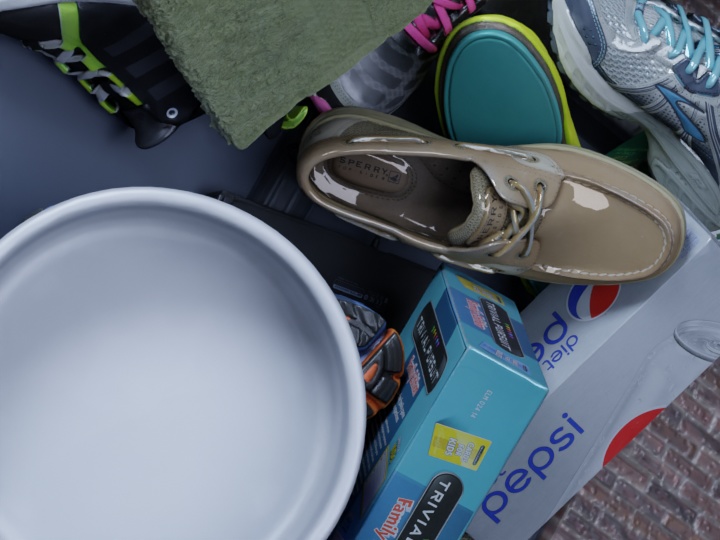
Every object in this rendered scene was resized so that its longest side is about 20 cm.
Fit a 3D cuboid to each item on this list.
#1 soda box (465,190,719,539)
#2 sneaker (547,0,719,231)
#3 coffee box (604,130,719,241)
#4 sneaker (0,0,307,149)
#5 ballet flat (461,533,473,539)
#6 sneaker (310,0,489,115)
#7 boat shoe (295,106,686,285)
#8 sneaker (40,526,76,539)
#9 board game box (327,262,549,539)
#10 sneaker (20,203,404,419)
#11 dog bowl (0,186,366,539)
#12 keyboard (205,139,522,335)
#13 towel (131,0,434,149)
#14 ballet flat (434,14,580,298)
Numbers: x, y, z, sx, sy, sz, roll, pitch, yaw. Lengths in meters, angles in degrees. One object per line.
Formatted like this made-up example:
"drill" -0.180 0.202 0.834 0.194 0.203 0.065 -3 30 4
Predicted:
"soda box" 0.114 0.054 1.472 0.200 0.063 0.068 -44 128 4
"sneaker" 0.172 -0.106 1.463 0.200 0.086 0.078 45 45 -33
"coffee box" 0.220 -0.044 1.586 0.200 0.044 0.123 -30 109 -26
"sneaker" -0.106 -0.101 1.364 0.199 0.072 0.083 6 92 -32
"ballet flat" 0.084 0.214 1.530 0.066 0.057 0.200 -26 114 20
"sneaker" 0.046 -0.157 1.442 0.074 0.087 0.200 45 71 -26
"boat shoe" 0.064 -0.028 1.402 0.199 0.065 0.072 11 107 -1
"sneaker" -0.092 0.121 1.399 0.200 0.078 0.085 -30 116 -17
"board game box" 0.016 0.110 1.371 0.047 0.151 0.200 28 102 -10
"sneaker" -0.079 0.025 1.379 0.199 0.078 0.076 24 85 -5
"dog bowl" -0.100 0.064 1.296 0.199 0.079 0.201 0 87 -6
"keyboard" 0.000 0.000 1.469 0.200 0.021 0.128 21 89 -32
"towel" -0.032 -0.140 1.291 0.148 0.037 0.200 -39 155 -2
"ballet flat" 0.085 -0.065 1.474 0.067 0.067 0.200 -84 157 -49
